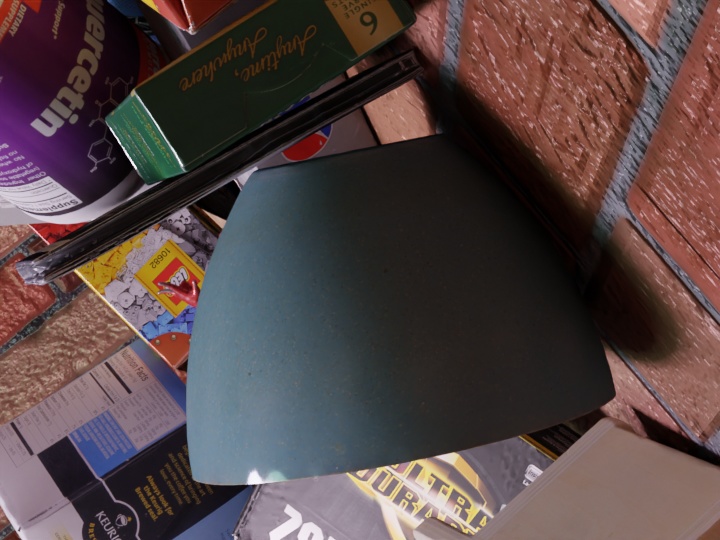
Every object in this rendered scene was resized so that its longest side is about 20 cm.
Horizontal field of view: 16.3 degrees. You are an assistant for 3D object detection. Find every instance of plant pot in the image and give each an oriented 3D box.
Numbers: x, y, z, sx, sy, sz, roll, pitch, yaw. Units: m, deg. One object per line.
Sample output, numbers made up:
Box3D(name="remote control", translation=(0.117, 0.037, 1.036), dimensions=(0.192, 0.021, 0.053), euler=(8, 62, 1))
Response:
Box3D(name="plant pot", translation=(0.008, 0.011, 1.160), dimensions=(0.200, 0.200, 0.135), euler=(-174, 73, -78))

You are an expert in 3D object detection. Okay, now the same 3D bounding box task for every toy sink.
Box3D(name="toy sink", translation=(0.139, 0.159, 1.240), dimensions=(0.130, 0.112, 0.200), euler=(55, 164, -21))

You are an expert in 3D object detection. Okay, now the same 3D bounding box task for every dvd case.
Box3D(name="dvd case", translation=(-0.071, -0.046, 1.197), dimensions=(0.016, 0.200, 0.149), euler=(62, 170, -5))

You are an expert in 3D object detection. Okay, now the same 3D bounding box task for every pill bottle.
Box3D(name="pill bottle", translation=(-0.167, -0.097, 1.255), dimensions=(0.112, 0.112, 0.200), euler=(43, -176, 43))

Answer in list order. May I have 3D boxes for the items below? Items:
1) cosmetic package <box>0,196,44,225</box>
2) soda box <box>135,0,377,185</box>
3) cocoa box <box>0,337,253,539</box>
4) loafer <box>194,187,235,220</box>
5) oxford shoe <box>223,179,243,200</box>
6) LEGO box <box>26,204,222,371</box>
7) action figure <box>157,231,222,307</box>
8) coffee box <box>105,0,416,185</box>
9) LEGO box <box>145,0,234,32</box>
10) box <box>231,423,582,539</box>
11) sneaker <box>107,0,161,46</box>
Box3D(name="cosmetic package", translation=(-0.184, -0.136, 1.429), dimensions=(0.107, 0.090, 0.200), euler=(64, -154, -62))
Box3D(name="soda box", translation=(-0.057, -0.109, 1.307), dimensions=(0.063, 0.068, 0.200), euler=(44, 169, 39))
Box3D(name="cocoa box", translation=(-0.122, 0.169, 1.518), dimensions=(0.200, 0.131, 0.133), euler=(62, 170, -27))
Box3D(name="loafer", translation=(-0.051, -0.047, 1.573), dimensions=(0.200, 0.072, 0.063), euler=(47, 156, -11))
Box3D(name="oxford shoe", translation=(-0.096, -0.104, 1.505), dimensions=(0.200, 0.073, 0.071), euler=(50, 171, 8))
Box3D(name="LEGO box", translation=(-0.129, -0.011, 1.589), dimensions=(0.149, 0.077, 0.200), euler=(44, 180, 6))
Box3D(name="action figure", translation=(-0.062, 0.020, 1.385), dimensions=(0.099, 0.065, 0.200), euler=(25, 159, -3))
Box3D(name="coffee box", translation=(-0.050, -0.089, 1.133), dimensions=(0.044, 0.123, 0.200), euler=(58, 173, -5))
Box3D(name="LEGO box", translation=(-0.125, -0.213, 1.143), dimensions=(0.200, 0.077, 0.149), euler=(39, 166, 53))
Box3D(name="box", translation=(0.043, 0.135, 1.381), dimensions=(0.200, 0.160, 0.049), euler=(35, -155, 20))
Box3D(name="sneaker", translation=(-0.105, -0.116, 1.372), dimensions=(0.078, 0.089, 0.200), euler=(17, 160, 12))
